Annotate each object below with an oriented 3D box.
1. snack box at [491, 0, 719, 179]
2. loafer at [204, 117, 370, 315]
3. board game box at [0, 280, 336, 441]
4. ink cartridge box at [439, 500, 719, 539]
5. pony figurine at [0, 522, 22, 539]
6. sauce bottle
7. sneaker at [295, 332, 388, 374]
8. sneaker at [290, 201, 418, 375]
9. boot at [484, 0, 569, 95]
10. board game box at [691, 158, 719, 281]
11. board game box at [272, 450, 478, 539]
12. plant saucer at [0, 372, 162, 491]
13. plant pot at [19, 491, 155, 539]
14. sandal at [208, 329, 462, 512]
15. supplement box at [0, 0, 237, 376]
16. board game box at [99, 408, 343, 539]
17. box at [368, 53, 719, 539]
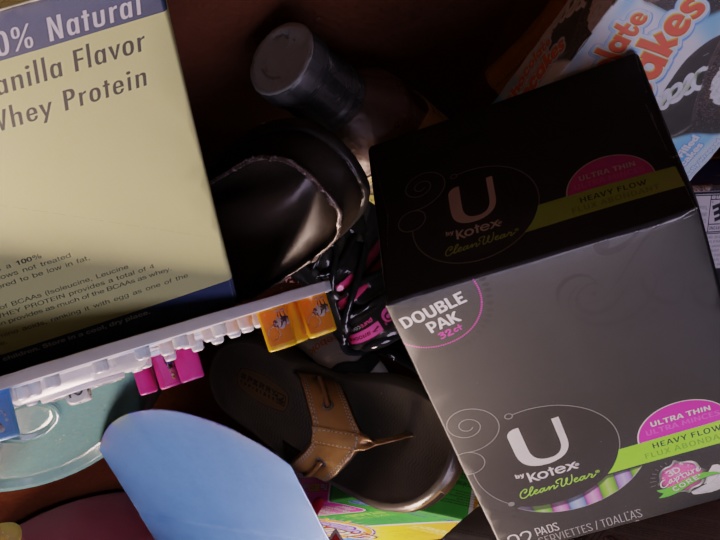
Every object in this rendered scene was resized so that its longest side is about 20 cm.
[{"bbox_3d":[0.152,-0.107,0.672,0.115,0.037,0.200,15,130,-27],"label":"snack box"},{"bbox_3d":[-0.073,-0.006,0.676,0.073,0.072,0.199,45,132,-15],"label":"loafer"},{"bbox_3d":[-0.137,0.058,0.651,0.199,0.026,0.200,-17,177,-32],"label":"board game box"},{"bbox_3d":[0.162,0.171,0.786,0.176,0.198,0.045,-22,116,-62],"label":"ink cartridge box"},{"bbox_3d":[-0.287,0.204,0.791,0.192,0.168,0.199,-18,-178,-31],"label":"pony figurine"},{"bbox_3d":[0.016,-0.067,0.714,0.065,0.065,0.199,-38,141,19],"label":"sauce bottle"},{"bbox_3d":[-0.005,0.100,0.900,0.073,0.080,0.200,-27,146,0],"label":"sneaker"},{"bbox_3d":[0.000,0.000,0.763,0.077,0.084,0.199,-38,133,20],"label":"sneaker"},{"bbox_3d":[0.175,-0.119,0.748,0.200,0.071,0.144,18,132,-37],"label":"boot"},{"bbox_3d":[0.212,0.035,0.846,0.158,0.097,0.202,-3,104,-26],"label":"board game box"},{"bbox_3d":[-0.017,0.160,0.919,0.152,0.041,0.199,20,153,-40],"label":"board game box"},{"bbox_3d":[-0.203,0.078,0.793,0.198,0.036,0.201,-15,143,-12],"label":"plant saucer"},{"bbox_3d":[-0.174,0.289,0.953,0.198,0.180,0.201,-16,144,-12],"label":"plant pot"},{"bbox_3d":[-0.025,0.086,0.783,0.054,0.199,0.083,0,109,-53],"label":"sandal"},{"bbox_3d":[-0.173,-0.064,0.546,0.198,0.135,0.201,-18,144,-8],"label":"supplement box"},{"bbox_3d":[-0.072,0.148,0.825,0.157,0.039,0.201,0,128,36],"label":"board game box"},{"bbox_3d":[0.105,0.023,0.668,0.147,0.125,0.201,-17,130,10],"label":"box"}]
